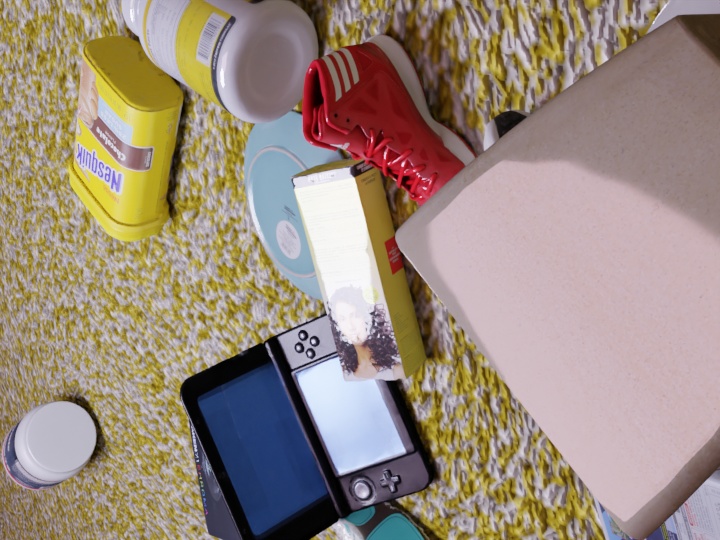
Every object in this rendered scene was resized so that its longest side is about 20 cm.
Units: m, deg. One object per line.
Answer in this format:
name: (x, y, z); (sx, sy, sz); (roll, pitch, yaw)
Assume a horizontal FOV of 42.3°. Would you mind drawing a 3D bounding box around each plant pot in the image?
plant pot: (0.176, -0.021, 0.489); (0.201, 0.199, 0.178); (52, 130, 18)

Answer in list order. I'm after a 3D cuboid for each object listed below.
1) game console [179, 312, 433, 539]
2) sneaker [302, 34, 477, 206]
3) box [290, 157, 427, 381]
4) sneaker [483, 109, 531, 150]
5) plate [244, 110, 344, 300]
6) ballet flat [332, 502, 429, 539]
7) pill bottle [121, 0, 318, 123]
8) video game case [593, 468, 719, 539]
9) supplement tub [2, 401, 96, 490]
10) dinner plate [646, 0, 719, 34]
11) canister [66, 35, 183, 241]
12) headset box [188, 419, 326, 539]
game console: (-0.051, 0.162, 0.920); (0.174, 0.116, 0.203); (-23, 91, 27)
sneaker: (0.019, -0.088, 0.742); (0.201, 0.115, 0.078); (57, 143, 12)
box: (0.000, 0.000, 0.858); (0.074, 0.050, 0.203); (-8, 103, 34)
sneaker: (0.138, -0.018, 0.673); (0.202, 0.074, 0.081); (63, 153, 5)
plate: (-0.067, -0.061, 0.945); (0.199, 0.025, 0.203); (28, 129, 40)
ballet flat: (0.019, 0.283, 1.004); (0.200, 0.071, 0.073); (40, 137, 39)
pill bottle: (-0.139, -0.225, 0.872); (0.199, 0.111, 0.113); (35, 134, 36)
video game case: (0.240, 0.223, 0.672); (0.182, 0.023, 0.203); (5, 114, 69)
supplement tub: (-0.569, 0.320, 1.701); (0.199, 0.139, 0.142); (-32, 84, 54)
dinner plate: (0.238, -0.081, 0.546); (0.199, 0.024, 0.203); (30, 132, 41)
canister: (-0.284, -0.158, 1.118); (0.149, 0.086, 0.201); (47, 138, 24)
headset box: (-0.121, 0.210, 1.046); (0.200, 0.091, 0.177); (157, 103, -65)
